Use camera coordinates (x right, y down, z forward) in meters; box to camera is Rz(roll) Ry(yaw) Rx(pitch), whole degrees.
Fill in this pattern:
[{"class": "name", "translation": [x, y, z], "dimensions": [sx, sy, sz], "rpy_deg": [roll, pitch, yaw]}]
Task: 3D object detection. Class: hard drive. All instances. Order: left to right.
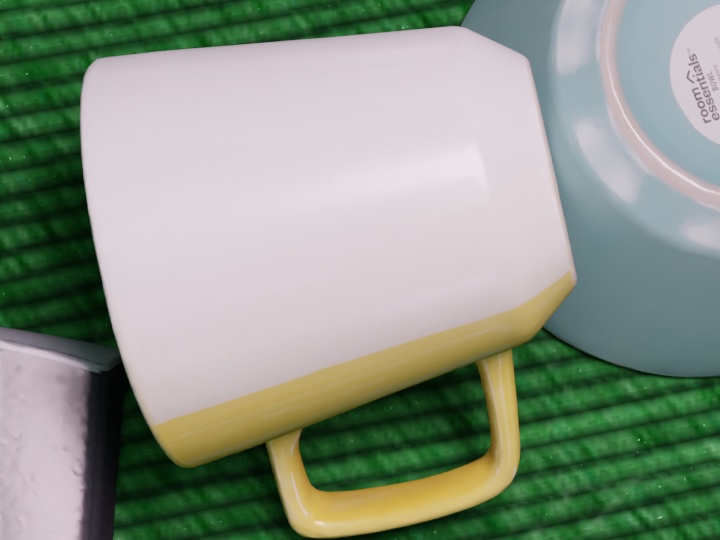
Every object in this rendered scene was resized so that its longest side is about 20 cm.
[{"class": "hard drive", "translation": [-0.189, 0.078, 0.894], "dimensions": [0.199, 0.042, 0.135], "rpy_deg": [5, 77, -6]}]

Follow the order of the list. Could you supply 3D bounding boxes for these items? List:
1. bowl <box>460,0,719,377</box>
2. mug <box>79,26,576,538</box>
[{"class": "bowl", "translation": [0.137, -0.067, 0.938], "dimensions": [0.200, 0.105, 0.201], "rpy_deg": [2, 76, -7]}, {"class": "mug", "translation": [-0.002, -0.010, 0.882], "dimensions": [0.153, 0.187, 0.150], "rpy_deg": [-13, 58, 6]}]
